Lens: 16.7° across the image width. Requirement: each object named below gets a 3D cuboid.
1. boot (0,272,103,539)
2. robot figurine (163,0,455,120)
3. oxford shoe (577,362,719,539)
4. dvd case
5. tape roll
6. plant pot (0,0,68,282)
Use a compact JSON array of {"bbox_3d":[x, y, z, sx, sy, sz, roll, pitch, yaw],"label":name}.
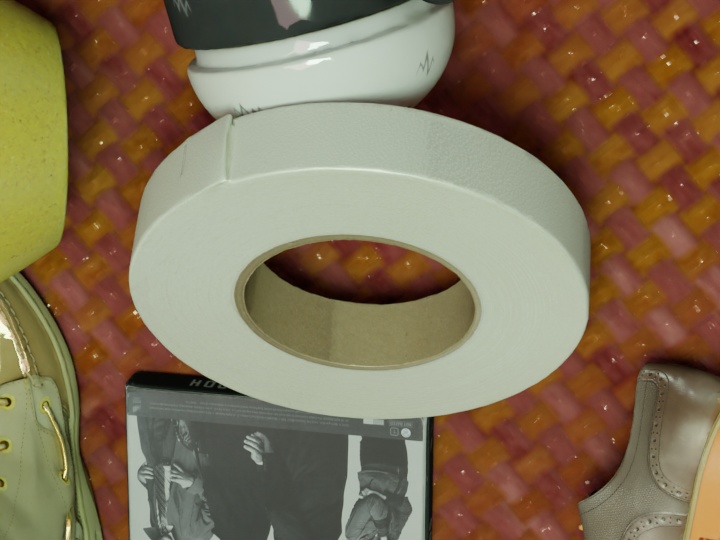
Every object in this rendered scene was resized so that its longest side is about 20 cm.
[{"bbox_3d":[-0.185,0.098,1.141,0.073,0.155,0.200,-7,107,16],"label":"boot"},{"bbox_3d":[-0.029,-0.152,1.038,0.125,0.150,0.200,-15,104,-2],"label":"robot figurine"},{"bbox_3d":[0.134,0.136,1.135,0.073,0.071,0.200,25,109,26],"label":"oxford shoe"},{"bbox_3d":[-0.040,0.152,1.196,0.150,0.025,0.200,5,110,12],"label":"dvd case"},{"bbox_3d":[0.000,0.000,1.066,0.202,0.037,0.203,3,147,2],"label":"tape roll"},{"bbox_3d":[-0.206,-0.058,1.091,0.142,0.200,0.200,-1,110,-13],"label":"plant pot"}]
